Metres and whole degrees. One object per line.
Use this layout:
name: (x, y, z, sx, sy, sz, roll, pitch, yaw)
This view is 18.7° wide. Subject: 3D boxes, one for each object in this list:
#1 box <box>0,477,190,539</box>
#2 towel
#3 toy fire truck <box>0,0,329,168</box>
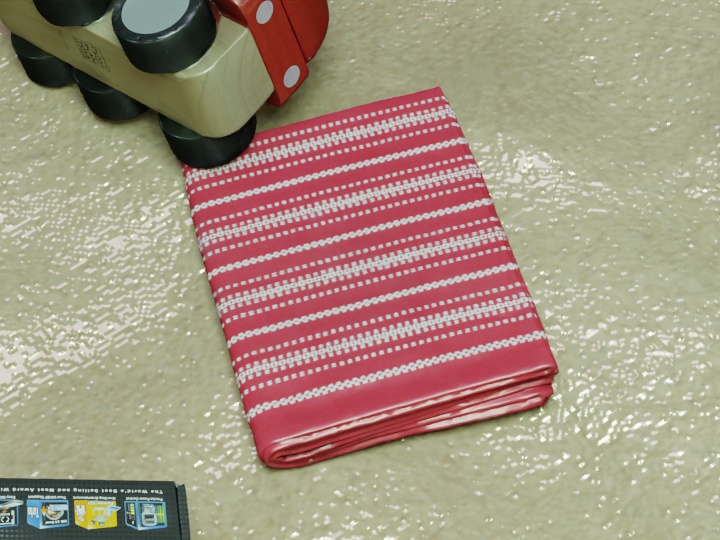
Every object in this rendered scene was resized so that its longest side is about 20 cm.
box: (-0.163, 0.152, 0.866, 0.198, 0.045, 0.161, 2, 38, -11)
towel: (0.000, 0.000, 1.040, 0.143, 0.023, 0.201, -14, 49, -5)
toy fire truck: (-0.074, -0.164, 1.125, 0.175, 0.129, 0.200, 28, 67, 33)
